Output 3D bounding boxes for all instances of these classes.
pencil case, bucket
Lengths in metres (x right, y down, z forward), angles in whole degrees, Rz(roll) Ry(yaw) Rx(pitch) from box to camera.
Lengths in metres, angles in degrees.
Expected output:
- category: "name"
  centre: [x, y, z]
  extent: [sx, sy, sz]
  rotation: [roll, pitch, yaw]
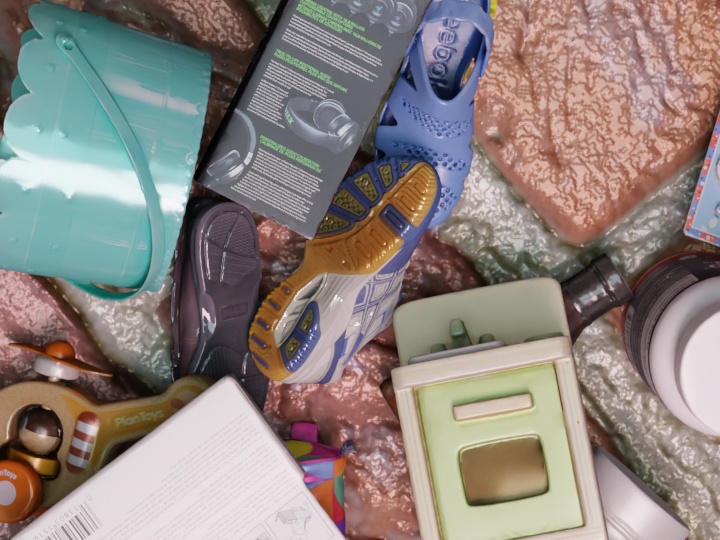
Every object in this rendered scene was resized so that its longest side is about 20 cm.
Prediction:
- category: "pencil case"
  centre: [-0.047, 0.222, 1.676]
  extent: [0.088, 0.088, 0.202]
  rotation: [1, 99, -3]
- category: "bucket"
  centre: [-0.189, -0.082, 1.573]
  extent: [0.134, 0.207, 0.209]
  rotation: [12, 97, -9]

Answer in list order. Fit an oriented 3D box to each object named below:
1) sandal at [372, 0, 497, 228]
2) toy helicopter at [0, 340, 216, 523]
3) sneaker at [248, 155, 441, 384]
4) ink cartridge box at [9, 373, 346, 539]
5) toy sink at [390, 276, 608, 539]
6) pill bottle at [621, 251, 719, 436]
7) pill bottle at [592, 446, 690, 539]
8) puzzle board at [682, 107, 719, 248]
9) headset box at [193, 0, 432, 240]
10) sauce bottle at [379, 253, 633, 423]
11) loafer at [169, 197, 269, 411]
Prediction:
- category: "sandal"
  centre: [0.055, -0.128, 1.630]
  extent: [0.079, 0.087, 0.202]
  rotation: [7, 100, -4]
- category: "toy helicopter"
  centre: [-0.194, 0.106, 1.642]
  extent: [0.199, 0.079, 0.133]
  rotation: [-13, 85, 15]
- category: "sneaker"
  centre: [0.000, 0.000, 1.644]
  extent: [0.200, 0.088, 0.075]
  rotation: [-51, 55, 17]
- category: "ink cartridge box"
  centre: [-0.120, 0.203, 1.582]
  extent: [0.200, 0.045, 0.177]
  rotation: [-36, 89, 0]
- category: "toy sink"
  centre: [0.095, 0.106, 1.576]
  extent: [0.129, 0.112, 0.202]
  rotation: [-10, 82, 6]
- category: "pill bottle"
  centre: [0.259, 0.056, 1.606]
  extent: [0.115, 0.200, 0.117]
  rotation: [0, 98, -3]
- category: "pill bottle"
  centre: [0.147, 0.236, 1.670]
  extent: [0.114, 0.114, 0.200]
  rotation: [41, 95, -7]
- category: "puzzle board"
  centre: [0.338, -0.097, 1.649]
  extent: [0.150, 0.017, 0.201]
  rotation: [19, 82, 0]
- category: "headset box"
  centre: [-0.034, -0.133, 1.574]
  extent: [0.092, 0.174, 0.201]
  rotation: [27, 92, -6]
- category: "sauce bottle"
  centre: [0.111, 0.056, 1.669]
  extent: [0.199, 0.066, 0.066]
  rotation: [-35, 98, 3]
- category: "loafer"
  centre: [-0.110, 0.043, 1.668]
  extent: [0.071, 0.063, 0.202]
  rotation: [-6, 105, -32]
